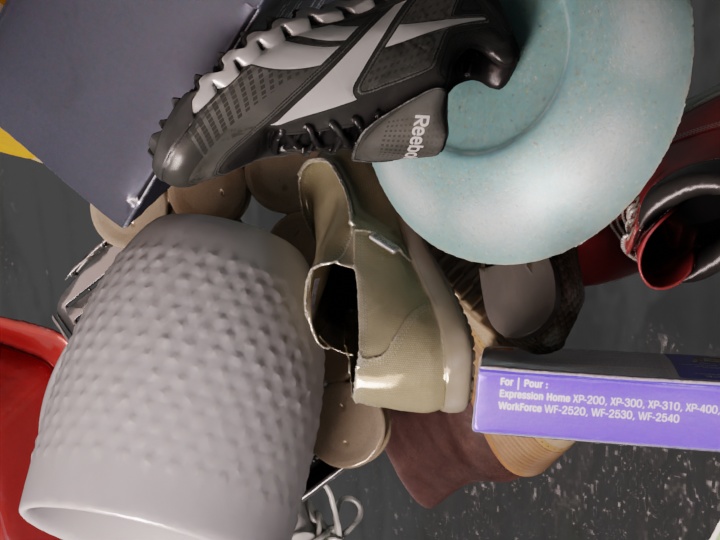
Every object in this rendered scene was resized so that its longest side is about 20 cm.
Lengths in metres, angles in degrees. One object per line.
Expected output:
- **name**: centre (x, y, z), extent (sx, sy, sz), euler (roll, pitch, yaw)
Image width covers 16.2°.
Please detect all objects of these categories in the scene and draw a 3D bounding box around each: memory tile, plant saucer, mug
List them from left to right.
- **mug**: centre (-0.110, 0.067, 1.399), extent (0.147, 0.176, 0.200), euler (27, 160, -37)
- **memory tile**: centre (-0.068, 0.024, 1.461), extent (0.153, 0.017, 0.201), euler (-14, 88, 20)
- **plant saucer**: centre (0.071, -0.105, 1.264), extent (0.200, 0.039, 0.202), euler (-9, 74, 36)

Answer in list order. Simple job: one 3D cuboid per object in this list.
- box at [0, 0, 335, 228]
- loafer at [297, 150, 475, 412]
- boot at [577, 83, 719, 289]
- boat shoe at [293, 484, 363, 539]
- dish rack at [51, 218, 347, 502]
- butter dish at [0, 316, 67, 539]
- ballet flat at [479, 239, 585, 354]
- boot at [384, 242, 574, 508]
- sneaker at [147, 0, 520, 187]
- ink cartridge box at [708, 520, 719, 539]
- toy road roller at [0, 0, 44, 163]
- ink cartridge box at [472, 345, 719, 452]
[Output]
- **box**: centre (-0.075, -0.160, 1.292), extent (0.117, 0.200, 0.197), euler (39, 134, 3)
- **loafer**: centre (0.000, 0.000, 1.338), extent (0.200, 0.068, 0.076), euler (-119, 29, -48)
- **boot**: centre (0.141, -0.022, 1.287), extent (0.072, 0.144, 0.200), euler (48, 135, -8)
- **boat shoe**: centre (-0.036, 0.175, 1.593), extent (0.086, 0.075, 0.203), euler (13, 129, 26)
- **dish rack**: centre (-0.093, 0.058, 1.507), extent (0.153, 0.055, 0.200), euler (-37, 84, 17)
- **butter dish**: centre (-0.280, 0.135, 1.674), extent (0.199, 0.148, 0.200), euler (10, 127, 27)
- **ballet flat**: centre (0.084, -0.048, 1.306), extent (0.067, 0.201, 0.046), euler (-25, 148, 30)
- **boot**: centre (0.035, 0.037, 1.451), extent (0.166, 0.072, 0.200), euler (-28, 92, 52)
- **sneaker**: centre (-0.004, -0.083, 1.199), extent (0.091, 0.200, 0.067), euler (51, 156, 15)
- **ink cartridge box**: centre (0.282, 0.197, 1.409), extent (0.199, 0.048, 0.146), euler (28, 133, 9)
- **toy road roller**: centre (-0.211, -0.158, 1.442), extent (0.199, 0.123, 0.147), euler (19, 119, 22)
- **ink cartridge box**: centre (0.155, 0.066, 1.271), extent (0.197, 0.200, 0.044), euler (3, 91, 4)
